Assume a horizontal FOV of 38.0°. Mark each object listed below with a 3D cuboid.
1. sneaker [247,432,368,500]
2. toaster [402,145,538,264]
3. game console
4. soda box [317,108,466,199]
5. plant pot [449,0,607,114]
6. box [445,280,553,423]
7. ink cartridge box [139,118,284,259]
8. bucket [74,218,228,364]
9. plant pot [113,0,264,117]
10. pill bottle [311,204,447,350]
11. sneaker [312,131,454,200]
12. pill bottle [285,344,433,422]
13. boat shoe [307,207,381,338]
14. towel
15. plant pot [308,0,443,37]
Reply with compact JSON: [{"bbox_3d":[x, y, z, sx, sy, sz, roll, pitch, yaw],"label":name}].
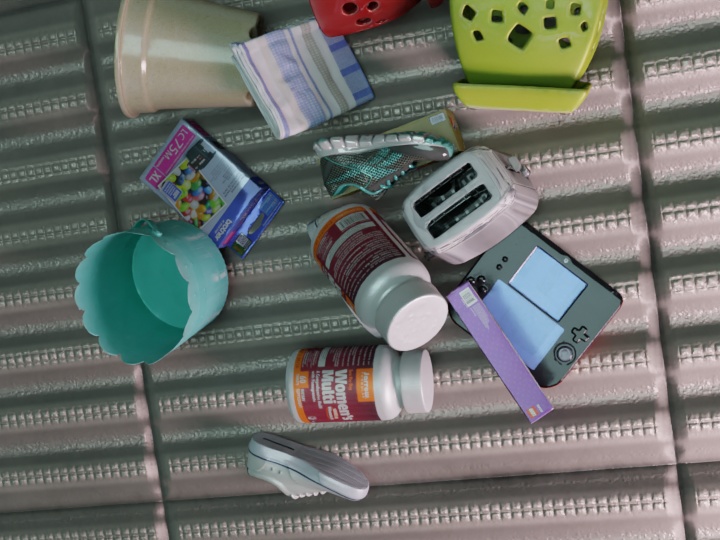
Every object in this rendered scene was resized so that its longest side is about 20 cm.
[{"bbox_3d":[-0.081,0.310,1.581,0.199,0.073,0.071,20,110,20],"label":"sneaker"},{"bbox_3d":[0.142,-0.087,1.436,0.200,0.129,0.114,-35,73,15],"label":"toaster"},{"bbox_3d":[0.243,0.049,1.484,0.200,0.031,0.177,38,104,7],"label":"game console"},{"bbox_3d":[0.045,-0.165,1.490,0.199,0.068,0.064,-19,91,15],"label":"soda box"},{"bbox_3d":[0.220,-0.305,1.371,0.199,0.199,0.182,5,104,13],"label":"plant pot"},{"bbox_3d":[0.186,0.107,1.418,0.039,0.137,0.200,-34,86,5],"label":"box"},{"bbox_3d":[-0.225,-0.122,1.579,0.200,0.042,0.119,40,104,5],"label":"ink cartridge box"},{"bbox_3d":[-0.305,0.024,1.547,0.206,0.135,0.208,6,107,21],"label":"bucket"},{"bbox_3d":[-0.235,-0.311,1.496,0.183,0.200,0.202,6,98,2],"label":"plant pot"},{"bbox_3d":[0.024,0.008,1.389,0.110,0.109,0.200,-51,48,14],"label":"pill bottle"},{"bbox_3d":[0.034,-0.142,1.427,0.199,0.078,0.092,-1,99,24],"label":"sneaker"},{"bbox_3d":[0.000,0.164,1.517,0.199,0.110,0.110,-4,95,15],"label":"pill bottle"},{"bbox_3d":[0.000,0.000,1.523,0.070,0.071,0.201,-32,81,18],"label":"boat shoe"},{"bbox_3d":[-0.077,-0.275,1.453,0.024,0.200,0.147,-26,93,50],"label":"towel"},{"bbox_3d":[0.018,-0.430,1.402,0.182,0.200,0.201,-10,94,12],"label":"plant pot"}]
